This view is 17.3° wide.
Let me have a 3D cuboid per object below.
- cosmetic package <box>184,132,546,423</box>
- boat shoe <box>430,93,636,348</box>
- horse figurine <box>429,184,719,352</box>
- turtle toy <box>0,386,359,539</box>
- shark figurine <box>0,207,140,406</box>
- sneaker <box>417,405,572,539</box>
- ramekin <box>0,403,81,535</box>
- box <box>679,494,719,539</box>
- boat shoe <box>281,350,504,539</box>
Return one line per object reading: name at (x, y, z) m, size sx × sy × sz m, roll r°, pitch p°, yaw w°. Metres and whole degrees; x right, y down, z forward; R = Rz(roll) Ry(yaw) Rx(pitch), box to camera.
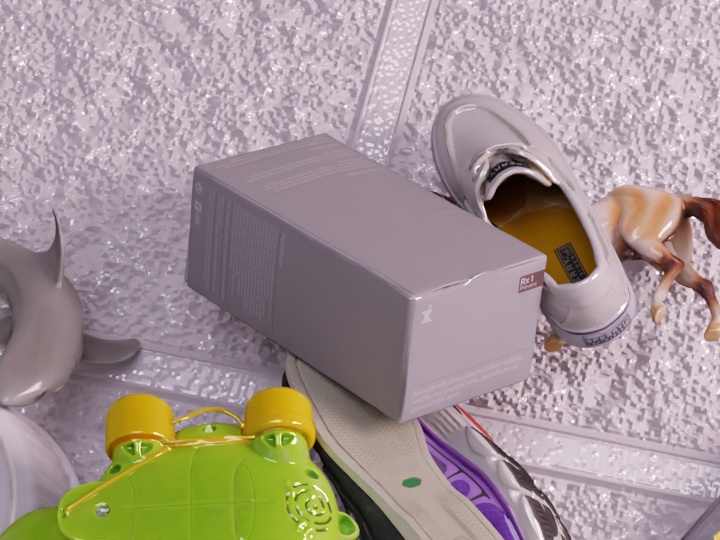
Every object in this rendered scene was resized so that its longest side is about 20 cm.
cosmetic package at (0.000, 0.000, 1.344) m, size 0.107 × 0.090 × 0.200 m, roll -15°, pitch 35°, yaw -36°
boat shoe at (0.092, -0.044, 1.365) m, size 0.071 × 0.070 × 0.200 m, roll -28°, pitch 51°, yaw 1°
horse figurine at (0.142, -0.007, 1.396) m, size 0.200 × 0.050 × 0.133 m, roll -13°, pitch 47°, yaw 10°
turtle toy at (-0.100, 0.147, 1.258) m, size 0.200 × 0.101 × 0.146 m, roll -3°, pitch 54°, yaw 0°
shark figurine at (-0.210, -0.006, 1.419) m, size 0.128 × 0.090 × 0.214 m, roll -11°, pitch 38°, yaw -38°
sneaker at (0.046, 0.125, 1.354) m, size 0.083 × 0.081 × 0.200 m, roll -47°, pitch 58°, yaw 1°
ramekin at (-0.261, 0.151, 1.352) m, size 0.200 × 0.105 × 0.200 m, roll -3°, pitch 66°, yaw 6°
box at (0.277, 0.190, 1.298) m, size 0.200 × 0.048 × 0.158 m, roll 40°, pitch 77°, yaw 21°
boat shoe at (0.008, 0.123, 1.297) m, size 0.072 × 0.068 × 0.200 m, roll -5°, pitch 46°, yaw -38°
